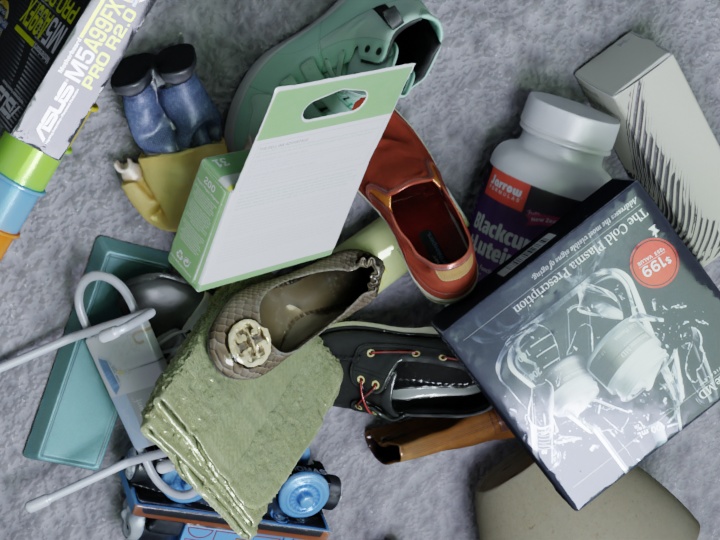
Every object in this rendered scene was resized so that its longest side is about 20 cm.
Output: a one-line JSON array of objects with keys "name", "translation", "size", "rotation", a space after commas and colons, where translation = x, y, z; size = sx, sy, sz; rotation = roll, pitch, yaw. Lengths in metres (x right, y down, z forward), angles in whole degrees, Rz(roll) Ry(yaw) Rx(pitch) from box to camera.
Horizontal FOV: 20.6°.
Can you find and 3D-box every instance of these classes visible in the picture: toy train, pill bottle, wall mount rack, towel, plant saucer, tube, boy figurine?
[{"name": "toy train", "translation": [-0.114, 0.198, 1.694], "size": [0.199, 0.087, 0.115], "rotation": [10, 114, -24]}, {"name": "pill bottle", "translation": [0.152, -0.045, 1.699], "size": [0.111, 0.111, 0.201], "rotation": [11, 105, -27]}, {"name": "wall mount rack", "translation": [-0.214, 0.109, 1.588], "size": [0.074, 0.173, 0.201], "rotation": [-32, 101, -52]}, {"name": "towel", "translation": [-0.092, 0.098, 1.573], "size": [0.149, 0.036, 0.200], "rotation": [54, 43, -24]}, {"name": "plant saucer", "translation": [-0.215, 0.073, 1.639], "size": [0.070, 0.019, 0.201], "rotation": [14, 103, -28]}, {"name": "tube", "translation": [0.000, 0.000, 1.688], "size": [0.200, 0.052, 0.058], "rotation": [-35, 87, 0]}, {"name": "boy figurine", "translation": [-0.129, -0.078, 1.584], "size": [0.124, 0.065, 0.201], "rotation": [-16, 119, 7]}]

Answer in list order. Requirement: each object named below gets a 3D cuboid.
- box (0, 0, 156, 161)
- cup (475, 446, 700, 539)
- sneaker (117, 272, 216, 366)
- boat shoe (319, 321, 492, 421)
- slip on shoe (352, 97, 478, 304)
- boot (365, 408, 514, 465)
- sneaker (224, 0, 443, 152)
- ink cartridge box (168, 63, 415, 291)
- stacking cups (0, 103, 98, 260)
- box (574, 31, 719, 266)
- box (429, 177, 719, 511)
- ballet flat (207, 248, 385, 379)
[{"name": "box", "translation": [-0.218, -0.183, 1.431], "size": [0.044, 0.200, 0.161], "rotation": [30, 97, -30]}, {"name": "cup", "translation": [0.184, 0.229, 1.793], "size": [0.200, 0.200, 0.144], "rotation": [-37, 94, -7]}, {"name": "sneaker", "translation": [-0.124, 0.084, 1.613], "size": [0.074, 0.089, 0.200], "rotation": [-29, 122, 27]}, {"name": "boat shoe", "translation": [0.020, 0.089, 1.682], "size": [0.200, 0.063, 0.074], "rotation": [-1, 128, 3]}, {"name": "slip on shoe", "translation": [0.037, -0.068, 1.611], "size": [0.074, 0.201, 0.061], "rotation": [-23, 159, -12]}, {"name": "boot", "translation": [0.120, 0.124, 1.717], "size": [0.199, 0.188, 0.069], "rotation": [-12, 97, -21]}, {"name": "sneaker", "translation": [-0.021, -0.148, 1.579], "size": [0.200, 0.118, 0.074], "rotation": [-46, 122, 0]}, {"name": "ink cartridge box", "translation": [-0.054, -0.082, 1.517], "size": [0.145, 0.048, 0.201], "rotation": [-16, 140, -41]}, {"name": "stacking cups", "translation": [-0.279, -0.059, 1.542], "size": [0.060, 0.061, 0.200], "rotation": [27, 102, -30]}, {"name": "box", "translation": [0.270, -0.106, 1.747], "size": [0.068, 0.082, 0.200], "rotation": [-36, 118, -5]}, {"name": "box", "translation": [0.190, 0.056, 1.600], "size": [0.200, 0.104, 0.182], "rotation": [-38, 96, -1]}, {"name": "ballet flat", "translation": [-0.045, 0.030, 1.580], "size": [0.200, 0.046, 0.068], "rotation": [-27, 101, -45]}]
